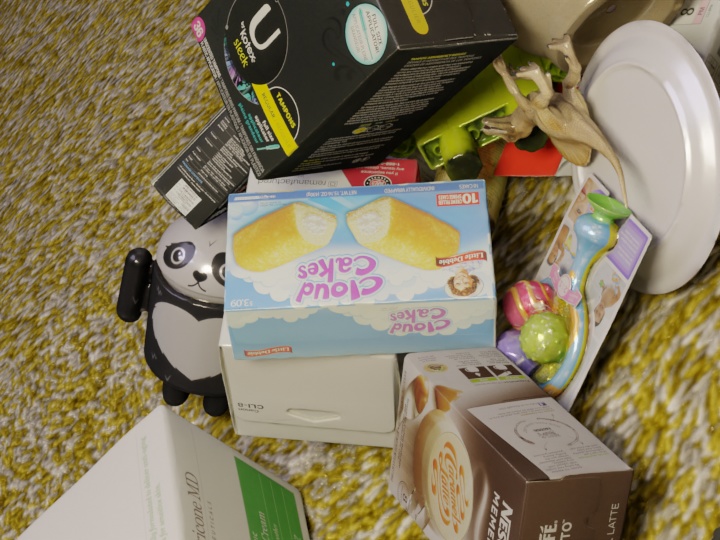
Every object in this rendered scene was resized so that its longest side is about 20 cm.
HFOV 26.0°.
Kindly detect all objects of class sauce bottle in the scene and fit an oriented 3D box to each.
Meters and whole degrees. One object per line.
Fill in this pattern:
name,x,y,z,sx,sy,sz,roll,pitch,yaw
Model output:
sauce bottle,0.106,-0.109,1.384,0.065,0.065,0.200,-17,46,46

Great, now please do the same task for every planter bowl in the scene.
planter bowl,0.171,-0.240,1.219,0.200,0.200,0.135,-39,66,24

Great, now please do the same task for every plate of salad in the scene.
plate of salad,0.216,-0.083,1.147,0.200,0.048,0.200,175,90,-67

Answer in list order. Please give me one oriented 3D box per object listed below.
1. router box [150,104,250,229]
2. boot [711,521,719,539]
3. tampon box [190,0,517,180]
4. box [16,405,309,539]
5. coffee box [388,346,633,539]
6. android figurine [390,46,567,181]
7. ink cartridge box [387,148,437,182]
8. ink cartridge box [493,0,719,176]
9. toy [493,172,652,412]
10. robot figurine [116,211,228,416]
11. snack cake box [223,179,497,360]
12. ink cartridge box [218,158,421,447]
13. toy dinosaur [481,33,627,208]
router box,-0.088,-0.126,1.420,0.150,0.062,0.200,-44,0,22
boot,0.246,0.224,0.838,0.158,0.079,0.211,10,79,64
tampon box,-0.009,-0.183,1.193,0.200,0.126,0.150,-39,69,46
box,-0.156,0.264,1.268,0.200,0.171,0.199,-44,32,18
coffee box,0.097,0.145,1.084,0.200,0.080,0.115,-138,49,-60
android figurine,0.098,-0.160,1.339,0.182,0.041,0.200,-24,41,13
ink cartridge box,0.035,-0.113,1.465,0.146,0.084,0.200,-15,48,46
ink cartridge box,0.203,-0.153,1.280,0.200,0.057,0.163,7,65,40
toy,0.136,0.032,1.161,0.200,0.047,0.115,-63,26,18
robot figurine,-0.139,0.039,1.469,0.125,0.150,0.200,49,137,46
snack cake box,0.000,0.000,1.181,0.200,0.067,0.115,-3,51,2
ink cartridge box,-0.028,0.025,1.298,0.145,0.145,0.200,3,55,5
toy dinosaur,0.152,-0.117,1.164,0.058,0.101,0.200,-31,27,-14
